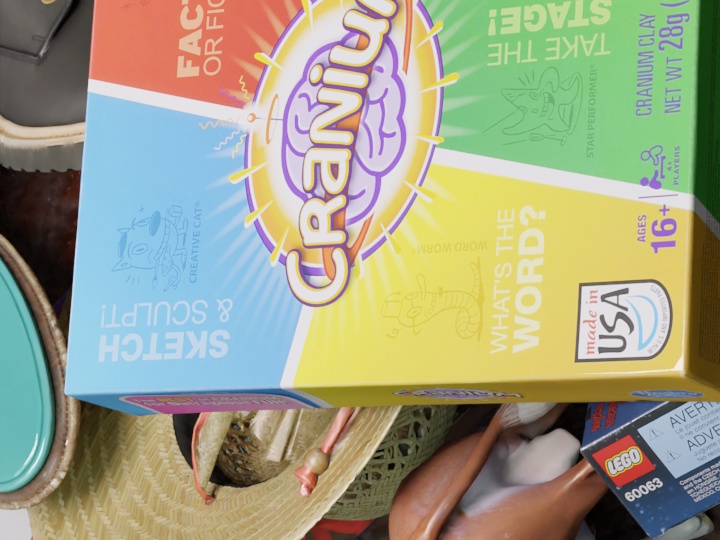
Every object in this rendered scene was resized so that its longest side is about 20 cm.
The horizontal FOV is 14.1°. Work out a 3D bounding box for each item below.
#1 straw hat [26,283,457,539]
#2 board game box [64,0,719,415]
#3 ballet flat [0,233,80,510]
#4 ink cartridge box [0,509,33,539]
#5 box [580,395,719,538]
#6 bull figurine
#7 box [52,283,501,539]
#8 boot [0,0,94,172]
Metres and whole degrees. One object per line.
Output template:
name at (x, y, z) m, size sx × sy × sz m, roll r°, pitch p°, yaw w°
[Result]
straw hat at (-0.016, 0.040, 0.955) m, size 0.085 × 0.202 × 0.201 m, roll 29°, pitch 122°, yaw -35°
board game box at (0.012, -0.038, 0.825) m, size 0.199 × 0.040 × 0.154 m, roll -4°, pitch 77°, yaw 30°
ballet flat at (-0.146, 0.005, 1.001) m, size 0.070 × 0.065 × 0.200 m, roll -41°, pitch 63°, yaw 7°
ink cartridge box at (-0.180, 0.075, 1.078) m, size 0.200 × 0.084 × 0.146 m, roll 38°, pitch 115°, yaw 7°
box at (0.139, -0.019, 0.866) m, size 0.136 × 0.200 × 0.038 m, roll -32°, pitch 110°, yaw 25°
bull figurine at (0.056, 0.095, 0.964) m, size 0.121 × 0.200 × 0.065 m, roll -43°, pitch 72°, yaw -11°
box at (0.000, 0.000, 1.013) m, size 0.137 × 0.039 × 0.200 m, roll 47°, pitch 115°, yaw 4°
boot at (-0.101, -0.107, 0.967) m, size 0.200 × 0.077 × 0.139 m, roll 4°, pitch 104°, yaw 50°
